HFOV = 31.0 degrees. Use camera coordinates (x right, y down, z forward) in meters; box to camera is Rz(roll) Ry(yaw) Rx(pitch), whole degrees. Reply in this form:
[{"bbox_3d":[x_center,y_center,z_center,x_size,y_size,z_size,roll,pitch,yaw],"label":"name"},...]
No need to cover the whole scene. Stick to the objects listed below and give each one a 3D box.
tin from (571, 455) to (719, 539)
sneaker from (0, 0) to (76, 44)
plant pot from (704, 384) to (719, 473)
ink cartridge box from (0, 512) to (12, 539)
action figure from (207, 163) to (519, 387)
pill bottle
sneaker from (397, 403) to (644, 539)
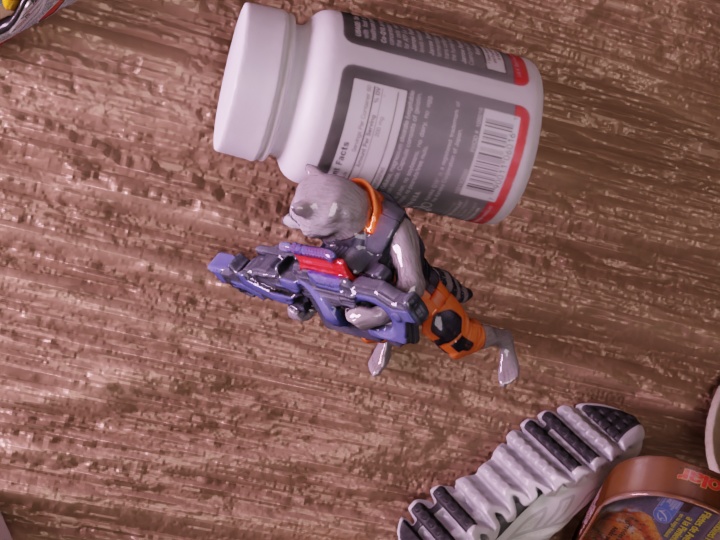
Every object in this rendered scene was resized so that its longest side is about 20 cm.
[{"bbox_3d":[0.213,0.195,0.923,0.111,0.201,0.042,23,56,8],"label":"tin"},{"bbox_3d":[-0.200,-0.191,0.811,0.199,0.082,0.078,-39,105,-2],"label":"sneaker"},{"bbox_3d":[0.385,0.145,0.948,0.201,0.200,0.183,-46,117,1],"label":"plant pot"},{"bbox_3d":[-0.315,0.247,0.843,0.198,0.083,0.147,-31,72,-4],"label":"ink cartridge box"},{"bbox_3d":[0.000,0.000,0.862,0.105,0.198,0.194,-57,138,-19],"label":"action figure"},{"bbox_3d":[0.010,-0.104,0.852,0.197,0.114,0.116,12,99,-13],"label":"pill bottle"},{"bbox_3d":[0.123,0.170,0.957,0.198,0.075,0.082,-31,125,-6],"label":"sneaker"}]
